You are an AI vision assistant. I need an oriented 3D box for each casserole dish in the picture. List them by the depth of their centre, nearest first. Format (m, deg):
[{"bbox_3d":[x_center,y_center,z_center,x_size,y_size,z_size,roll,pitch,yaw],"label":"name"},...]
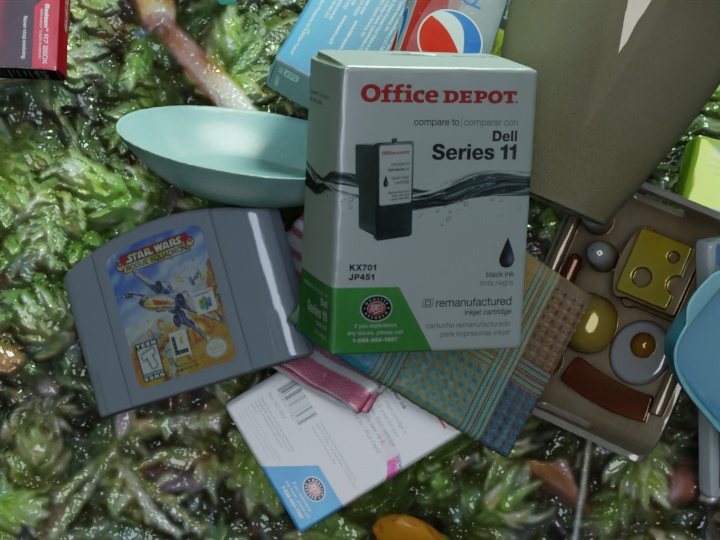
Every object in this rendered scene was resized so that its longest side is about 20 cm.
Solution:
[{"bbox_3d":[0.298,0.074,1.338,0.121,0.039,0.200,-48,116,-10],"label":"casserole dish"}]

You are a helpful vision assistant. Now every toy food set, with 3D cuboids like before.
[{"bbox_3d":[0.193,0.028,1.389,0.143,0.060,0.200,24,90,23],"label":"toy food set"}]

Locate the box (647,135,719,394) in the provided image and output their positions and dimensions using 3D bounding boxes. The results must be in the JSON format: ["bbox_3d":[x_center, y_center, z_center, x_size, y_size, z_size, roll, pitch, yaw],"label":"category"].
[{"bbox_3d":[0.297,0.005,1.431,0.122,0.048,0.200,14,86,1],"label":"box"}]

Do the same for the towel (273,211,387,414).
[{"bbox_3d":[0.000,0.000,1.380,0.146,0.030,0.200,29,72,25],"label":"towel"}]

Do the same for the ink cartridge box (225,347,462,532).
[{"bbox_3d":[0.010,0.103,1.399,0.200,0.068,0.115,-31,84,-4],"label":"ink cartridge box"}]

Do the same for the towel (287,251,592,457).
[{"bbox_3d":[0.061,0.028,1.332,0.200,0.022,0.147,33,80,-15],"label":"towel"}]

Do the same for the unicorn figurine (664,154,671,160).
[{"bbox_3d":[0.226,-0.157,1.422,0.200,0.074,0.138,9,76,3],"label":"unicorn figurine"}]

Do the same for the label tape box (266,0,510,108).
[{"bbox_3d":[0.048,-0.163,1.408,0.200,0.066,0.143,30,71,-2],"label":"label tape box"}]

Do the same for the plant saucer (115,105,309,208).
[{"bbox_3d":[-0.086,-0.081,1.355,0.201,0.201,0.039,8,108,-2],"label":"plant saucer"}]

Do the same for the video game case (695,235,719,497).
[{"bbox_3d":[0.339,0.063,1.389,0.182,0.022,0.200,-9,104,-24],"label":"video game case"}]

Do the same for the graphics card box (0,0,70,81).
[{"bbox_3d":[-0.330,-0.217,1.415,0.200,0.051,0.126,3,87,-2],"label":"graphics card box"}]

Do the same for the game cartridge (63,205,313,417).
[{"bbox_3d":[-0.136,0.026,1.366,0.200,0.042,0.133,-19,89,30],"label":"game cartridge"}]

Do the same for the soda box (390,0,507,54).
[{"bbox_3d":[0.068,-0.191,1.352,0.070,0.063,0.200,21,71,-6],"label":"soda box"}]

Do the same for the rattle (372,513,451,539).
[{"bbox_3d":[0.019,0.290,1.355,0.130,0.143,0.200,35,85,2],"label":"rattle"}]

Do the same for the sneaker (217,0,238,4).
[{"bbox_3d":[-0.084,-0.309,1.422,0.091,0.078,0.200,3,88,-6],"label":"sneaker"}]

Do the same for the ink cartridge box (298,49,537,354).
[{"bbox_3d":[0.039,-0.049,1.251,0.146,0.083,0.200,-2,102,-17],"label":"ink cartridge box"}]

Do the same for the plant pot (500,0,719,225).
[{"bbox_3d":[0.174,-0.143,1.317,0.187,0.187,0.200,24,92,-1],"label":"plant pot"}]
